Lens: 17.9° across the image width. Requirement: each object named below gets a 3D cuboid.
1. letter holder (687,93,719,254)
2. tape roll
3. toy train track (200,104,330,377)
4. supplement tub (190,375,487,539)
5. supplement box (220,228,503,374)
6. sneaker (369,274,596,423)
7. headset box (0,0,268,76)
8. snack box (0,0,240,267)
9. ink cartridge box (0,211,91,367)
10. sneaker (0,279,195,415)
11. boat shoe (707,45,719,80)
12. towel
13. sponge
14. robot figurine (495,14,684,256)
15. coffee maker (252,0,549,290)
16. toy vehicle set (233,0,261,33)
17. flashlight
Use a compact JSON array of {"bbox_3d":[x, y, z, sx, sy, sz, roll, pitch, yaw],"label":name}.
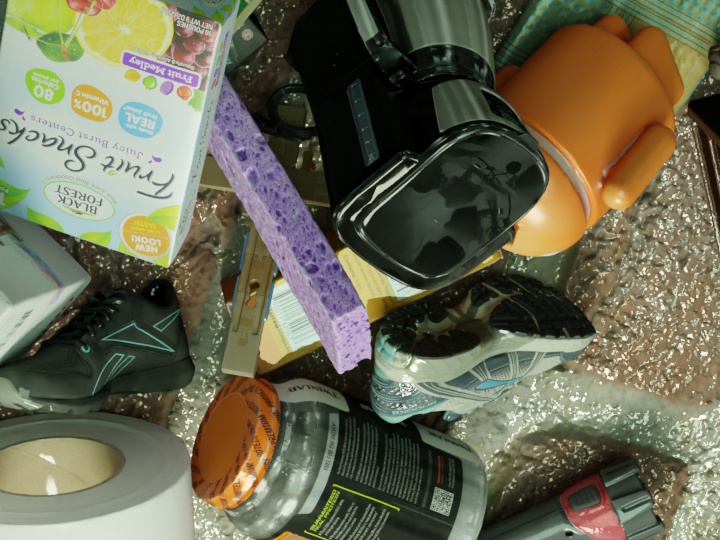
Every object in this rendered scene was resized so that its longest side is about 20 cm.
[{"bbox_3d":[0.361,-0.073,1.682,0.199,0.101,0.143,-17,112,-3],"label":"letter holder"},{"bbox_3d":[-0.218,0.170,1.622,0.201,0.203,0.071,-4,110,-7],"label":"tape roll"},{"bbox_3d":[-0.067,-0.019,1.631,0.114,0.033,0.201,9,72,6],"label":"toy train track"},{"bbox_3d":[-0.017,0.154,1.672,0.199,0.123,0.123,24,104,-27],"label":"supplement tub"},{"bbox_3d":[0.000,0.000,1.670,0.199,0.067,0.069,-24,107,-1],"label":"supplement box"},{"bbox_3d":[0.085,0.062,1.686,0.199,0.078,0.087,-8,133,-35],"label":"sneaker"},{"bbox_3d":[-0.187,-0.156,1.584,0.200,0.075,0.149,-39,110,5],"label":"headset box"},{"bbox_3d":[-0.167,-0.113,1.494,0.141,0.053,0.201,19,127,4],"label":"snack box"},{"bbox_3d":[-0.300,0.016,1.544,0.145,0.200,0.145,44,98,4],"label":"ink cartridge box"},{"bbox_3d":[-0.193,0.054,1.616,0.075,0.200,0.080,7,100,30],"label":"sneaker"},{"bbox_3d":[0.342,-0.188,1.663,0.199,0.074,0.074,-17,95,-11],"label":"boat shoe"},{"bbox_3d":[0.193,-0.178,1.664,0.146,0.022,0.201,29,104,-15],"label":"towel"},{"bbox_3d":[-0.053,-0.033,1.558,0.030,0.112,0.201,-28,73,-7],"label":"sponge"},{"bbox_3d":[0.140,-0.091,1.598,0.144,0.117,0.200,41,69,9],"label":"robot figurine"},{"bbox_3d":[0.026,-0.089,1.522,0.134,0.201,0.193,12,131,-24],"label":"coffee maker"},{"bbox_3d":[-0.099,-0.241,1.536,0.124,0.026,0.200,48,60,-20],"label":"toy vehicle set"},{"bbox_3d":[0.133,0.212,1.765,0.199,0.068,0.068,-25,91,5],"label":"flashlight"}]
